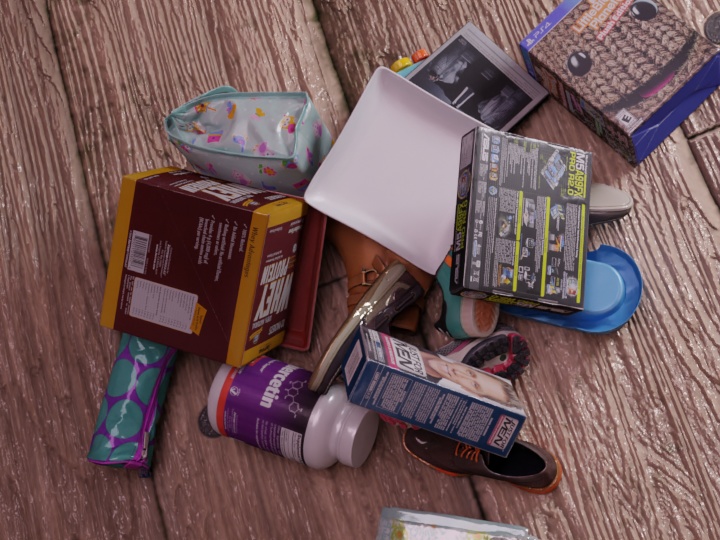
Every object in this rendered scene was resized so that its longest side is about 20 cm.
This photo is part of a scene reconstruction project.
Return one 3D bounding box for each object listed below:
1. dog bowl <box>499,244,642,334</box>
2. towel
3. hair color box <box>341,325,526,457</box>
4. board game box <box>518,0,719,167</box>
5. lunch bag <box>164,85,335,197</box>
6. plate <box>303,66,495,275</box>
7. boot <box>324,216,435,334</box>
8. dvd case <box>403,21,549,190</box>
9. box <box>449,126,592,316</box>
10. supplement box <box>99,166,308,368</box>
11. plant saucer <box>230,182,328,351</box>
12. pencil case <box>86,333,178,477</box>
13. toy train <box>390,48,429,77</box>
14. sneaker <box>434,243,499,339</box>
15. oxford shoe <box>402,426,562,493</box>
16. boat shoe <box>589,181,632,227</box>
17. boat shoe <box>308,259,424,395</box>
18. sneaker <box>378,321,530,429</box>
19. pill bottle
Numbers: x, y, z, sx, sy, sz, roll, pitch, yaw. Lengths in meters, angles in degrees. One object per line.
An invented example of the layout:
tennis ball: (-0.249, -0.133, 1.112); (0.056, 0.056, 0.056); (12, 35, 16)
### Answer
dog bowl: (0.250, 0.019, 1.591); (0.199, 0.050, 0.112); (12, 75, 20)
towel: (0.104, 0.375, 1.509); (0.199, 0.048, 0.172); (6, 72, 19)
hair color box: (0.082, 0.138, 1.479); (0.199, 0.100, 0.061); (21, 107, -13)
board game box: (0.332, -0.264, 1.640); (0.159, 0.097, 0.200); (-44, 65, -2)
lunch bag: (-0.144, -0.157, 1.710); (0.199, 0.170, 0.122); (4, 66, 20)
plate: (0.060, -0.124, 1.623); (0.200, 0.032, 0.200); (29, 85, 1)
boot: (0.000, 0.000, 1.671); (0.199, 0.077, 0.156); (9, 78, 12)
dvd case: (0.126, -0.216, 1.689); (0.200, 0.025, 0.150); (-42, 78, -15)
box: (0.192, -0.058, 1.531); (0.160, 0.044, 0.201); (10, 76, -19)
supplement box: (-0.195, -0.009, 1.616); (0.199, 0.133, 0.198); (15, 104, 16)
plant saucer: (-0.141, -0.012, 1.688); (0.199, 0.037, 0.200); (12, 103, 17)
pencil case: (-0.290, 0.164, 1.687); (0.092, 0.085, 0.201); (2, 71, 36)
toy train: (0.082, -0.195, 1.722); (0.150, 0.056, 0.200); (22, 71, 5)
sneaker: (0.130, -0.014, 1.577); (0.080, 0.071, 0.201); (-5, 66, 42)
oxford shoe: (0.141, 0.213, 1.541); (0.199, 0.073, 0.071); (9, 75, 20)
boat shoe: (0.243, -0.076, 1.631); (0.199, 0.057, 0.067); (4, 36, 15)
boat shoe: (0.010, 0.076, 1.565); (0.065, 0.072, 0.200); (36, 64, 0)
sneaker: (0.109, 0.129, 1.576); (0.199, 0.081, 0.075); (-23, 23, -5)
pill bottle: (-0.083, 0.177, 1.602); (0.199, 0.112, 0.113); (16, 76, 22)
